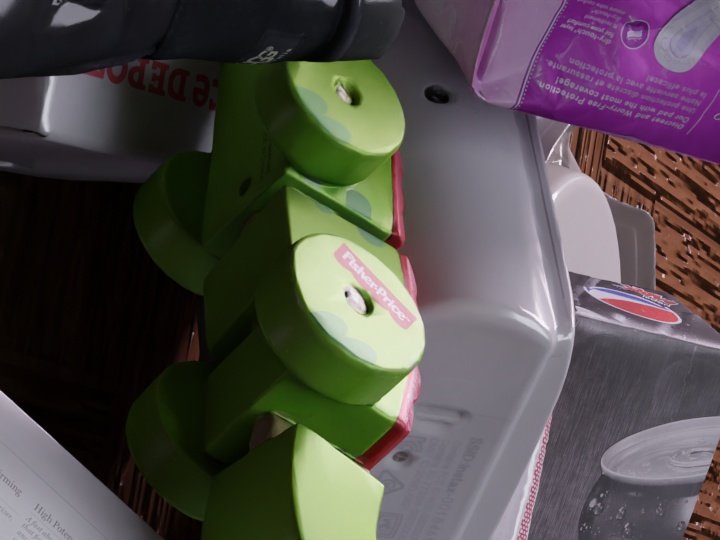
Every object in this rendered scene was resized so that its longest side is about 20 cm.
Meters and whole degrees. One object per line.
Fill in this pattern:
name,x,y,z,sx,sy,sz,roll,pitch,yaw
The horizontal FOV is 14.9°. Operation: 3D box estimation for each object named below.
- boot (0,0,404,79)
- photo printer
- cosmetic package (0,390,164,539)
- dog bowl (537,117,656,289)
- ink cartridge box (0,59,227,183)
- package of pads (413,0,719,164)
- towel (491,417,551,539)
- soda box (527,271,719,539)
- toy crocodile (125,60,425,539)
boot,-0.088,-0.119,0.586,0.200,0.066,0.165,-6,82,-35
photo printer,0.000,0.000,0.821,0.200,0.069,0.166,-98,-157,-47
cosmetic package,-0.122,0.046,0.582,0.200,0.051,0.083,45,55,-19
dog bowl,0.062,0.030,1.099,0.200,0.059,0.200,8,90,-67
ink cartridge box,-0.070,-0.125,0.733,0.145,0.083,0.200,9,88,-66
package of pads,0.055,-0.116,0.793,0.120,0.200,0.076,12,120,-30
towel,0.007,0.085,0.892,0.200,0.030,0.147,166,-63,-71
soda box,0.055,0.102,0.903,0.063,0.071,0.200,-134,-120,-65
toy crocodile,-0.013,0.004,0.657,0.062,0.068,0.200,29,35,-26
